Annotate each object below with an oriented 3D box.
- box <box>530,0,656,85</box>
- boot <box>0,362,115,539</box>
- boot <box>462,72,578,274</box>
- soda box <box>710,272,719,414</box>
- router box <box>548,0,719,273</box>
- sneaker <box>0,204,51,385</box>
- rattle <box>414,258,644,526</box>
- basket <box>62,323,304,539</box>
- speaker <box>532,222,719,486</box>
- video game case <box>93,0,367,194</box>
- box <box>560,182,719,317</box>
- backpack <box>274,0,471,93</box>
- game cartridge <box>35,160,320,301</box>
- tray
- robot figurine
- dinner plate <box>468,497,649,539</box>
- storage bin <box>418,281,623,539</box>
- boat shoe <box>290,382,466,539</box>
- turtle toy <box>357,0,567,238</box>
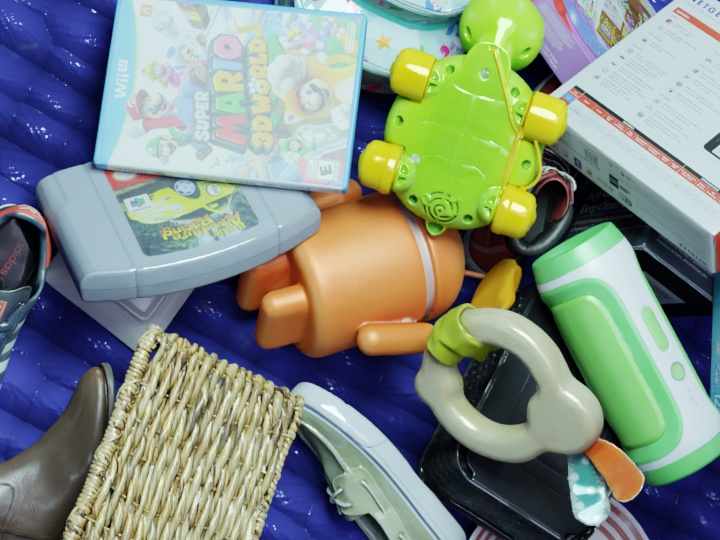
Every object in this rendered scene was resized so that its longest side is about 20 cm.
[{"bbox_3d":[0.193,-0.214,1.664,0.200,0.039,0.138,50,42,-33],"label":"box"},{"bbox_3d":[-0.294,0.141,1.474,0.198,0.064,0.188,14,98,-23],"label":"boot"},{"bbox_3d":[0.163,-0.092,1.649,0.072,0.144,0.201,29,74,-9],"label":"boot"},{"bbox_3d":[0.328,0.018,1.587,0.067,0.064,0.203,4,86,-24],"label":"soda box"},{"bbox_3d":[0.271,-0.115,1.556,0.179,0.049,0.200,-36,53,-16],"label":"router box"},{"bbox_3d":[-0.290,0.041,1.498,0.074,0.084,0.202,20,79,-18],"label":"sneaker"},{"bbox_3d":[0.152,0.094,1.542,0.199,0.143,0.131,28,109,15],"label":"rattle"},{"bbox_3d":[-0.156,0.160,1.503,0.148,0.142,0.202,26,72,-22],"label":"basket"},{"bbox_3d":[0.214,0.067,1.570,0.088,0.088,0.201,-30,94,-20],"label":"speaker"},{"bbox_3d":[-0.100,-0.140,1.535,0.198,0.018,0.145,6,77,3],"label":"video game case"},{"bbox_3d":[0.282,-0.071,1.687,0.107,0.148,0.201,34,74,-19],"label":"box"},{"bbox_3d":[0.026,-0.252,1.617,0.176,0.150,0.202,24,83,-15],"label":"backpack"},{"bbox_3d":[-0.138,-0.045,1.527,0.198,0.041,0.134,-18,54,-18],"label":"game cartridge"},{"bbox_3d":[-0.157,-0.042,1.590,0.107,0.022,0.201,38,73,-12],"label":"tray"},{"bbox_3d":[0.001,0.002,1.595,0.198,0.144,0.118,-18,113,-21],"label":"robot figurine"},{"bbox_3d":[0.167,0.281,1.680,0.198,0.024,0.203,2,84,-19],"label":"dinner plate"},{"bbox_3d":[0.154,0.119,1.639,0.135,0.094,0.201,32,70,-9],"label":"storage bin"},{"bbox_3d":[0.006,0.176,1.605,0.200,0.072,0.062,47,69,-14],"label":"boat shoe"},{"bbox_3d":[0.089,-0.123,1.544,0.144,0.101,0.202,20,98,3],"label":"turtle toy"}]
